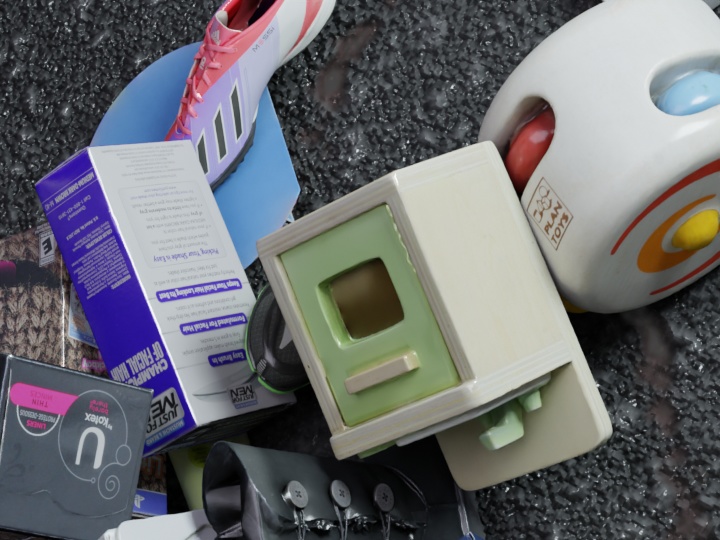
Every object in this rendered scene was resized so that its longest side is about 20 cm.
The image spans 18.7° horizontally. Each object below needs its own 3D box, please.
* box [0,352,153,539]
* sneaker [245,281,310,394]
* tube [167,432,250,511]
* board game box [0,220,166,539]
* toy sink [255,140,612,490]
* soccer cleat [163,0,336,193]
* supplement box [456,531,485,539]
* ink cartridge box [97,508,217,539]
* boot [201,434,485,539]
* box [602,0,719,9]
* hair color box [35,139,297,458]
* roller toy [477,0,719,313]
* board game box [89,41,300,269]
[{"bbox_3d":[-0.244,0.108,1.383,0.199,0.122,0.107,3,80,43],"label":"box"},{"bbox_3d":[0.000,0.000,1.457,0.200,0.084,0.077,-44,89,-11],"label":"sneaker"},{"bbox_3d":[-0.081,0.179,1.473,0.052,0.058,0.201,-22,66,1],"label":"tube"},{"bbox_3d":[-0.223,0.085,1.523,0.159,0.096,0.202,-19,65,38],"label":"board game box"},{"bbox_3d":[0.042,0.044,1.335,0.130,0.112,0.202,-23,88,42],"label":"toy sink"},{"bbox_3d":[-0.095,-0.139,1.531,0.068,0.073,0.201,37,95,35],"label":"soccer cleat"},{"bbox_3d":[0.047,0.303,1.332,0.199,0.134,0.201,-32,64,12],"label":"supplement box"},{"bbox_3d":[-0.137,0.235,1.385,0.200,0.145,0.083,-45,61,40],"label":"ink cartridge box"},{"bbox_3d":[-0.020,0.126,1.382,0.066,0.199,0.166,-43,57,39],"label":"boot"},{"bbox_3d":[0.201,-0.265,1.510,0.144,0.036,0.201,-34,64,11],"label":"box"},{"bbox_3d":[-0.130,0.016,1.469,0.065,0.109,0.201,-31,77,34],"label":"hair color box"},{"bbox_3d":[0.175,-0.067,1.370,0.199,0.182,0.140,-38,63,8],"label":"roller toy"},{"bbox_3d":[-0.115,-0.067,1.588,0.157,0.039,0.201,-30,58,18],"label":"board game box"}]
